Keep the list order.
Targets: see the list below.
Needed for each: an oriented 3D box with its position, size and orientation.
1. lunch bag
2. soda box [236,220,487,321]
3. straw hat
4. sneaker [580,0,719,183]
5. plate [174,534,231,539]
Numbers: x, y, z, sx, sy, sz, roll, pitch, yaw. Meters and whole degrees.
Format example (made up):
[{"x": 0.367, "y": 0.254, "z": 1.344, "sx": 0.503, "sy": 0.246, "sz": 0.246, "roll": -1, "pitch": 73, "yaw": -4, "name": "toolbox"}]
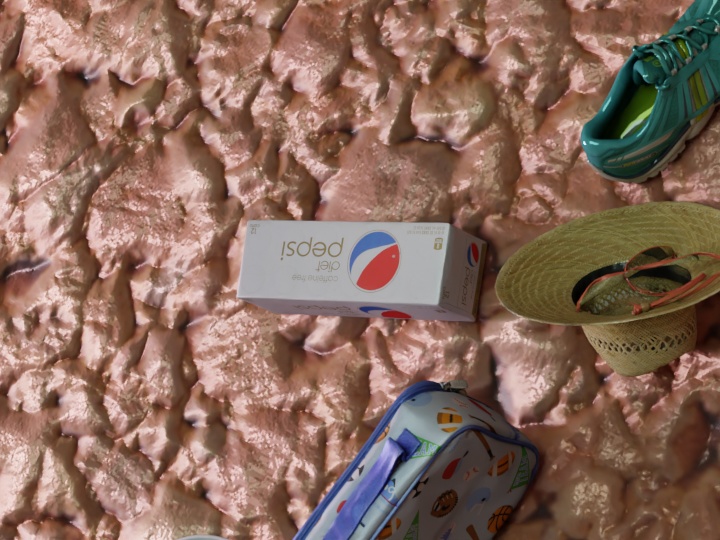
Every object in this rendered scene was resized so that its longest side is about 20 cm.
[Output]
[{"x": 0.037, "y": 0.174, "z": 1.643, "sx": 0.076, "sy": 0.160, "sz": 0.201, "roll": 40, "pitch": 100, "yaw": 34, "name": "lunch bag"}, {"x": 0.000, "y": 0.000, "z": 1.779, "sx": 0.199, "sy": 0.064, "sz": 0.069, "roll": 1, "pitch": 77, "yaw": 35, "name": "soda box"}, {"x": 0.202, "y": 0.030, "z": 1.618, "sx": 0.200, "sy": 0.201, "sz": 0.086, "roll": -1, "pitch": 119, "yaw": 33, "name": "straw hat"}, {"x": 0.241, "y": -0.150, "z": 1.654, "sx": 0.077, "sy": 0.080, "sz": 0.200, "roll": 43, "pitch": 100, "yaw": 35, "name": "sneaker"}, {"x": -0.131, "y": 0.316, "z": 1.796, "sx": 0.199, "sy": 0.026, "sz": 0.202, "roll": -10, "pitch": 72, "yaw": 31, "name": "plate"}]
